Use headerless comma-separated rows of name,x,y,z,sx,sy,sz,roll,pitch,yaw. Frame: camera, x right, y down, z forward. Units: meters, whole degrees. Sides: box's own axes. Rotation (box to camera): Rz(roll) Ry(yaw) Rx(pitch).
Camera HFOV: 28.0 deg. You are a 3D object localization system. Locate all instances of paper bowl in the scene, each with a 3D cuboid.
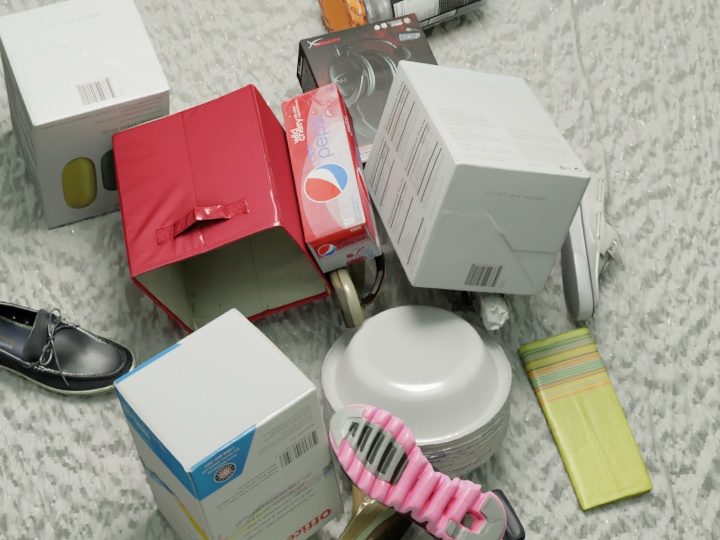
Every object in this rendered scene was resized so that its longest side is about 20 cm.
paper bowl,0.058,0.115,1.505,0.199,0.105,0.201,-1,42,1

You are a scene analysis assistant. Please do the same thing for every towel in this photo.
towel,0.246,0.162,1.589,0.085,0.018,0.201,-15,64,-9

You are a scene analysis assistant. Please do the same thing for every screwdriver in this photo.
screwdriver,0.179,0.313,1.481,0.028,0.029,0.201,-19,60,-17

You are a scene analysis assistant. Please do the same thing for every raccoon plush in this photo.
raccoon plush,0.170,0.010,1.603,0.133,0.097,0.200,-9,38,-12

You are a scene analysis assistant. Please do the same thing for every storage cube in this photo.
storage cube,-0.146,-0.061,1.540,0.170,0.200,0.181,-19,61,10

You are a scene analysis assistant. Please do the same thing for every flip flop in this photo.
flip flop,0.000,0.000,1.569,0.057,0.082,0.200,-21,18,7

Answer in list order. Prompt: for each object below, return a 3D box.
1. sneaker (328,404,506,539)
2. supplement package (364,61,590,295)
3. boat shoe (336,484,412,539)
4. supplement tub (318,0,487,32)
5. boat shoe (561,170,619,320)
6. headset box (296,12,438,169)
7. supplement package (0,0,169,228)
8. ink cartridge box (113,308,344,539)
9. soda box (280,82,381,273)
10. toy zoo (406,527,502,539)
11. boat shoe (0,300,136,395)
sneaker,0.046,0.208,1.408,0.200,0.095,0.079,40,76,-1
supplement package,0.114,-0.097,1.509,0.151,0.151,0.200,5,35,-22
boat shoe,0.019,0.238,1.490,0.076,0.072,0.200,33,50,19
supplement tub,0.053,-0.356,1.796,0.199,0.123,0.123,-23,66,-19
boat shoe,0.267,-0.032,1.674,0.065,0.072,0.201,1,52,-2
headset box,0.026,-0.184,1.674,0.148,0.077,0.201,-15,64,-13
supplement package,-0.303,-0.178,1.601,0.151,0.200,0.151,-17,63,-16
ink cartridge box,-0.125,0.176,1.406,0.147,0.201,0.145,-32,48,-22
soda box,-0.032,-0.101,1.536,0.070,0.064,0.201,-18,54,8
toy zoo,0.067,0.309,1.427,0.200,0.131,0.021,-40,116,-25
boat shoe,-0.335,0.079,1.532,0.199,0.062,0.075,17,58,1
